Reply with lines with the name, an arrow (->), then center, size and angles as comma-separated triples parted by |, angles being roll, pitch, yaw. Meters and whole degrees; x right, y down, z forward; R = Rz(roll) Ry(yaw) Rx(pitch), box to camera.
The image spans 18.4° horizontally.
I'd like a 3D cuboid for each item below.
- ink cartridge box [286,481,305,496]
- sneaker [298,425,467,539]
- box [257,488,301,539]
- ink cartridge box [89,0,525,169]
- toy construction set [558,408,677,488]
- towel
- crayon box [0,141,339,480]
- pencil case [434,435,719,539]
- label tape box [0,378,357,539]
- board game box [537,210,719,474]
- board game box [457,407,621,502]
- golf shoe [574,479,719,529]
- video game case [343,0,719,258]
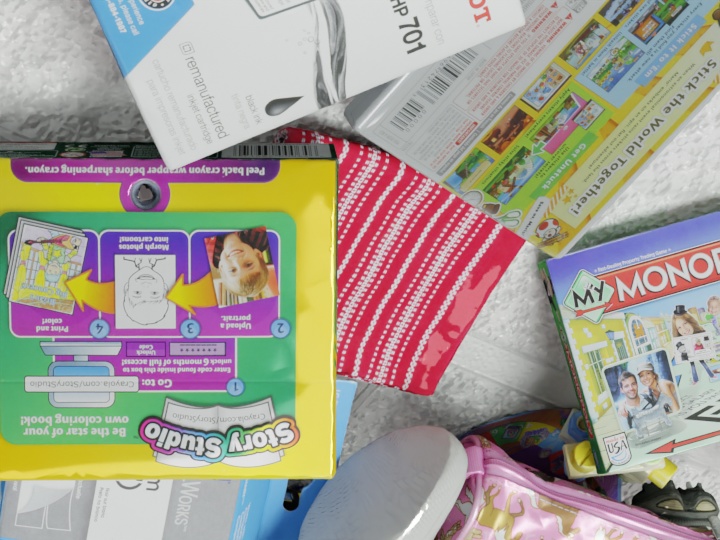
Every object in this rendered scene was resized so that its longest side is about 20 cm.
ink cartridge box -> -0.039, 0.217, 1.466 | 0.099, 0.039, 0.200 | -26, 124, 5
sneaker -> 0.005, 0.182, 1.320 | 0.088, 0.075, 0.200 | 34, 97, -41
box -> -0.079, 0.228, 1.414 | 0.159, 0.049, 0.201 | 7, 119, -19
ink cartridge box -> -0.034, -0.159, 1.098 | 0.199, 0.086, 0.147 | -21, 135, 1
toy construction set -> 0.229, 0.103, 1.408 | 0.199, 0.132, 0.092 | 23, 158, -12
towel -> 0.000, 0.000, 1.273 | 0.199, 0.022, 0.145 | 15, 114, -41
crayon box -> -0.112, 0.022, 1.174 | 0.199, 0.058, 0.173 | 0, 102, -3
pencil case -> 0.137, 0.167, 1.349 | 0.199, 0.083, 0.087 | 19, 93, -12
label tape box -> -0.108, 0.127, 1.283 | 0.199, 0.063, 0.145 | 7, 117, -11
board game box -> 0.222, 0.033, 1.353 | 0.199, 0.135, 0.029 | -16, 176, -7
board game box -> 0.109, 0.178, 1.501 | 0.157, 0.039, 0.201 | -14, 135, -8
golf shoe -> 0.150, 0.188, 1.423 | 0.199, 0.095, 0.078 | -1, 154, -22
video game case -> 0.117, -0.116, 1.228 | 0.182, 0.023, 0.200 | 30, 109, -39
